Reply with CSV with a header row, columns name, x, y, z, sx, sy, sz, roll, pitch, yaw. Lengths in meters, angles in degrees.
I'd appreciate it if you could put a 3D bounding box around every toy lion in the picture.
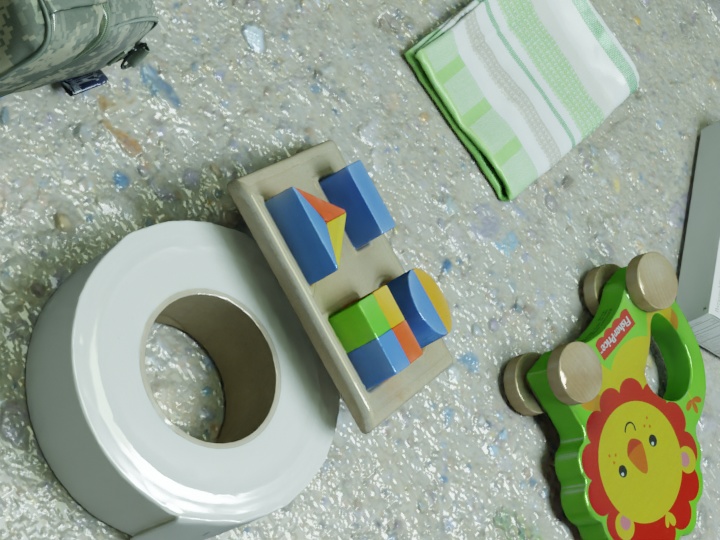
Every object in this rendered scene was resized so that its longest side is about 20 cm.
name,x,y,z,sx,sy,sz,roll,pitch,yaw
toy lion,0.209,0.114,1.461,0.200,0.068,0.192,-44,107,-39

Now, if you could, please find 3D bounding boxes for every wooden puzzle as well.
name,x,y,z,sx,sy,sz,roll,pitch,yaw
wooden puzzle,0.000,0.000,1.298,0.186,0.046,0.200,61,21,-1

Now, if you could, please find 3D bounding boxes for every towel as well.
name,x,y,z,sx,sy,sz,roll,pitch,yaw
towel,0.137,-0.164,1.530,0.150,0.031,0.200,53,51,-6

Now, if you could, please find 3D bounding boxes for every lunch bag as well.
name,x,y,z,sx,sy,sz,roll,pitch,yaw
lunch bag,-0.225,-0.211,1.215,0.167,0.139,0.201,-28,93,-56

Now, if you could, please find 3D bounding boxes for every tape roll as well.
name,x,y,z,sx,sy,sz,roll,pitch,yaw
tape roll,-0.113,0.073,1.230,0.201,0.071,0.204,14,65,-32

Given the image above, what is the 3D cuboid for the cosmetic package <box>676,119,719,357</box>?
name,x,y,z,sx,sy,sz,roll,pitch,yaw
cosmetic package,0.317,-0.026,1.595,0.082,0.051,0.201,30,57,-26
